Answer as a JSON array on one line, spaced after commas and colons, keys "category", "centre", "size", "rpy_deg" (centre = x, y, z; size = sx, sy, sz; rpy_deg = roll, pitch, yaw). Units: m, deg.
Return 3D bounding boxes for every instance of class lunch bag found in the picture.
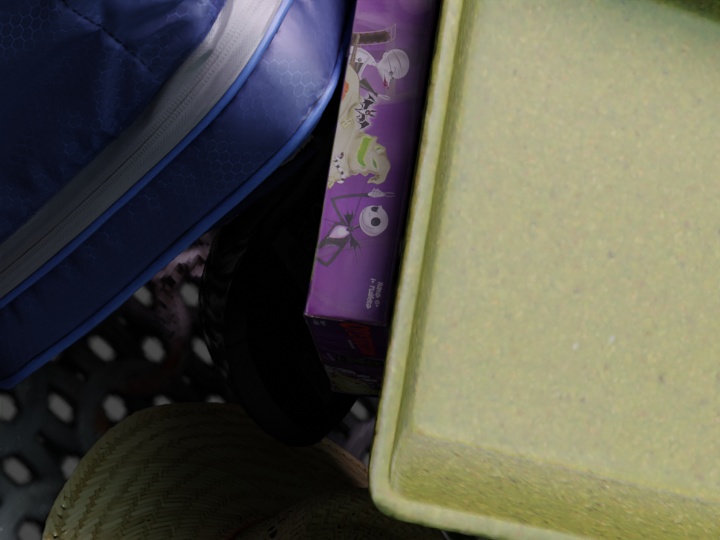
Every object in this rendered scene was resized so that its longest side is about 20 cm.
[{"category": "lunch bag", "centre": [-0.081, -0.068, 0.678], "size": [0.132, 0.200, 0.136], "rpy_deg": [38, 39, -21]}]

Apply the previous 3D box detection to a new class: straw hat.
[{"category": "straw hat", "centre": [-0.002, 0.118, 0.717], "size": [0.200, 0.085, 0.203], "rpy_deg": [22, 51, -30]}]

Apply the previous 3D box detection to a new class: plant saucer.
[{"category": "plant saucer", "centre": [0.092, -0.011, 0.646], "size": [0.198, 0.048, 0.202], "rpy_deg": [15, 79, -26]}]

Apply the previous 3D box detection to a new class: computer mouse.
[{"category": "computer mouse", "centre": [0.000, 0.000, 0.805], "size": [0.141, 0.046, 0.201], "rpy_deg": [53, 42, -34]}]

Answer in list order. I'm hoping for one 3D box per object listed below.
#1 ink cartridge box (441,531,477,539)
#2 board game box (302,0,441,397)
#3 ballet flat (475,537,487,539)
[{"category": "ink cartridge box", "centre": [0.079, 0.104, 0.750], "size": [0.146, 0.048, 0.200], "rpy_deg": [55, 4, -1]}, {"category": "board game box", "centre": [0.014, -0.069, 0.674], "size": [0.032, 0.120, 0.202], "rpy_deg": [7, 78, 9]}, {"category": "ballet flat", "centre": [0.055, -0.008, 0.696], "size": [0.072, 0.072, 0.202], "rpy_deg": [13, 79, -36]}]
